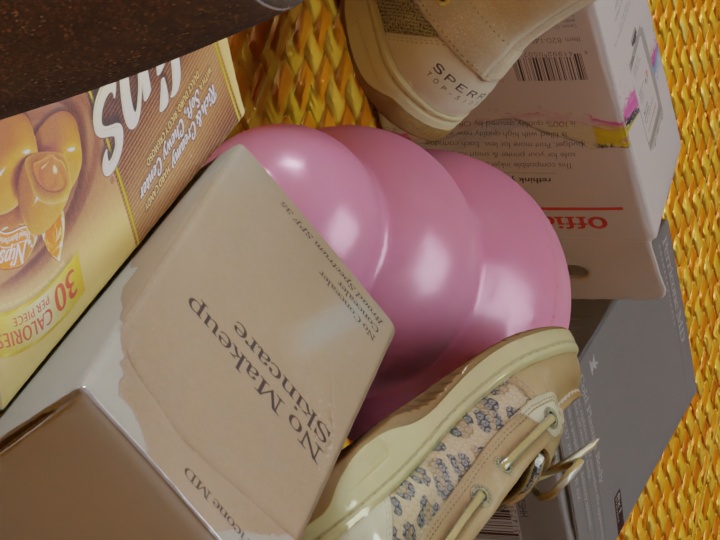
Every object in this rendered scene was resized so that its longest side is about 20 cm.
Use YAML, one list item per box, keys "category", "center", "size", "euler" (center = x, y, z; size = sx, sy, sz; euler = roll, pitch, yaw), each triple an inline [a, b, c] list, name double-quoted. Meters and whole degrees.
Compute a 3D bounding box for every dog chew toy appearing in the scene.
- category: "dog chew toy"
  center: [0.000, 0.000, 1.127]
  size: [0.200, 0.124, 0.125]
  euler: [28, 65, -57]

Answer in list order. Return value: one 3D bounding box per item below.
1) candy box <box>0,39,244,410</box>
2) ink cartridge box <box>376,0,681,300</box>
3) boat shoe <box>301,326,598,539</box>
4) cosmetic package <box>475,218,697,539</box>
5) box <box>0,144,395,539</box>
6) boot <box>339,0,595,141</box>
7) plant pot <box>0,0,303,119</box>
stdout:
- category: "candy box"
  center: [-0.107, -0.056, 0.934]
  size: [0.200, 0.055, 0.116]
  euler: [-56, 141, -53]
- category: "ink cartridge box"
  center: [0.074, -0.077, 1.300]
  size: [0.200, 0.116, 0.068]
  euler: [71, 29, -42]
- category: "boat shoe"
  center: [0.029, 0.077, 1.033]
  size: [0.063, 0.073, 0.200]
  euler: [54, 37, 3]
- category: "cosmetic package"
  center: [0.093, 0.062, 1.397]
  size: [0.200, 0.090, 0.107]
  euler: [-50, 134, -52]
- category: "box"
  center: [-0.062, 0.047, 0.943]
  size: [0.095, 0.078, 0.200]
  euler: [50, 24, -12]
- category: "boot"
  center: [0.054, -0.170, 1.145]
  size: [0.072, 0.155, 0.201]
  euler: [19, 48, -42]
- category: "plant pot"
  center: [-0.110, -0.110, 0.734]
  size: [0.187, 0.199, 0.188]
  euler: [1, 90, -68]
